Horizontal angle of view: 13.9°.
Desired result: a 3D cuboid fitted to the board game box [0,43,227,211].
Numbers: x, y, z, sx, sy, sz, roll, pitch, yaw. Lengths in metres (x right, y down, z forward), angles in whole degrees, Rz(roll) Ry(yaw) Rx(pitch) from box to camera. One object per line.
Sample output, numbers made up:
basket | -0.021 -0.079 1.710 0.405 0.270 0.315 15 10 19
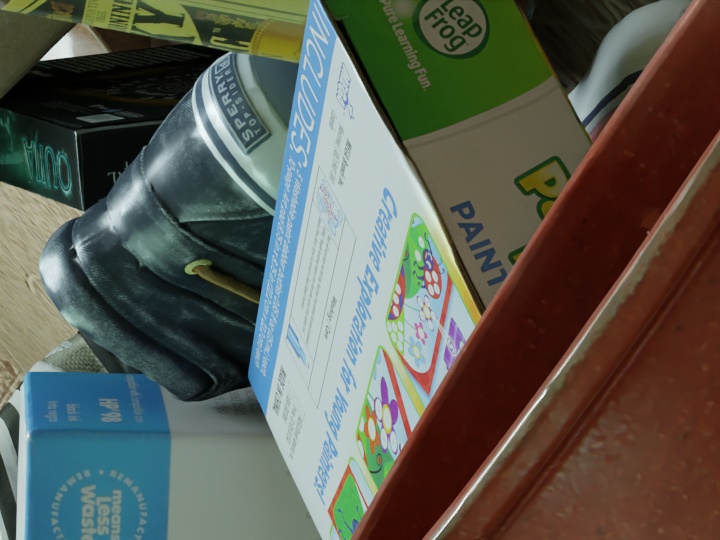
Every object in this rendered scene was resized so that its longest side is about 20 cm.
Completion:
board game box | -0.056 -0.050 0.946 0.200 0.134 0.028 -160 64 -66

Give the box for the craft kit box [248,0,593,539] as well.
craft kit box | 0.037 0.059 0.670 0.200 0.048 0.198 104 146 -63

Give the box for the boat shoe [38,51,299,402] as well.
boat shoe | 0.000 0.000 0.842 0.200 0.091 0.071 24 -145 -47

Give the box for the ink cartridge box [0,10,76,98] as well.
ink cartridge box | -0.168 -0.136 0.879 0.200 0.165 0.075 48 173 -32

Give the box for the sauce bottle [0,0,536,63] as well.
sauce bottle | -0.057 -0.089 0.698 0.199 0.065 0.065 10 171 -5

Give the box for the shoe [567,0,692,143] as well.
shoe | 0.074 0.007 0.728 0.071 0.092 0.200 5 166 -4

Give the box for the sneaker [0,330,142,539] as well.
sneaker | -0.043 0.110 0.914 0.201 0.115 0.076 47 173 -6

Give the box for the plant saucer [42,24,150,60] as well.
plant saucer | -0.152 -0.139 1.175 0.200 0.035 0.200 42 169 9

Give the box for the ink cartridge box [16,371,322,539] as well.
ink cartridge box | 0.001 0.093 0.844 0.199 0.117 0.067 1 -169 -8

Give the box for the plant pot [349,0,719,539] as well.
plant pot | 0.124 0.035 0.486 0.195 0.201 0.201 34 170 -2
